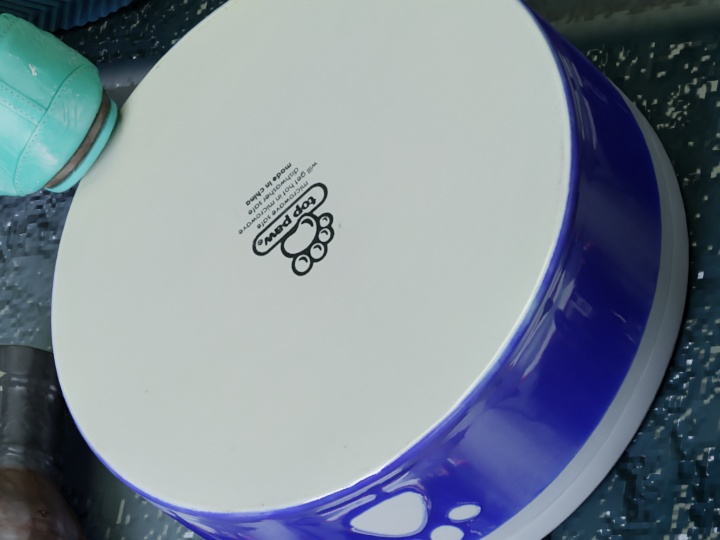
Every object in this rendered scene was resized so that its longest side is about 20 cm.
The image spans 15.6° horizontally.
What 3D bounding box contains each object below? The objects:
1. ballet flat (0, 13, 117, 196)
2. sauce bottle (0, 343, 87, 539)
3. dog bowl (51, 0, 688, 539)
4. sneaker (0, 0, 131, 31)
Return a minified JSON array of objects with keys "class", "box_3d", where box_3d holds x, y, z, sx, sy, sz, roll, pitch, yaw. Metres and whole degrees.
[{"class":"ballet flat","box_3d":[-0.145,-0.069,0.941,0.068,0.070,0.200,-57,21,-8]},{"class":"sauce bottle","box_3d":[-0.121,0.121,0.876,0.064,0.065,0.201,-16,59,28]},{"class":"dog bowl","box_3d":[0.000,0.000,0.846,0.199,0.079,0.201,-17,57,28]},{"class":"sneaker","box_3d":[-0.158,-0.141,1.038,0.199,0.076,0.081,-1,63,33]}]
